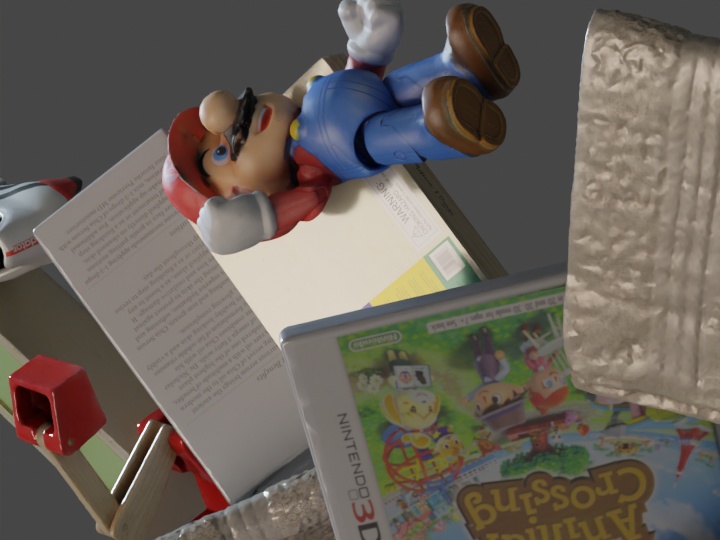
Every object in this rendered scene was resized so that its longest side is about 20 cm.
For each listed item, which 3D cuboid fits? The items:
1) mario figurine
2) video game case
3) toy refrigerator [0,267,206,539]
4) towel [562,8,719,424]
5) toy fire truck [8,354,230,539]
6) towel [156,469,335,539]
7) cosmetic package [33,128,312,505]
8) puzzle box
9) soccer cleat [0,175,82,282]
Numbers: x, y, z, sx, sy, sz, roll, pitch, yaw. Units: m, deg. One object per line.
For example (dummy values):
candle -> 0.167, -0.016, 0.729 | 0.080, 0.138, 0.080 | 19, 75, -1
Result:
mario figurine -> -0.027, -0.077, 1.127 | 0.200, 0.123, 0.106 | -19, 94, 33
video game case -> 0.078, 0.091, 1.120 | 0.200, 0.022, 0.182 | -13, 110, 6
toy refrigerator -> -0.187, 0.090, 1.500 | 0.200, 0.070, 0.076 | 40, 139, 24
towel -> 0.161, -0.018, 1.015 | 0.132, 0.034, 0.200 | 13, 124, 17
toy fire truck -> -0.125, 0.122, 1.380 | 0.049, 0.141, 0.200 | 11, 126, 46
towel -> -0.055, 0.155, 1.267 | 0.200, 0.132, 0.034 | 56, -171, -78
cosmetic package -> -0.088, 0.028, 1.300 | 0.200, 0.101, 0.071 | 53, -177, 10
puzzle box -> 0.000, 0.000, 1.215 | 0.133, 0.025, 0.200 | -40, 81, 29
soccer cleat -> -0.256, -0.023, 1.489 | 0.200, 0.085, 0.069 | -3, 112, 50
